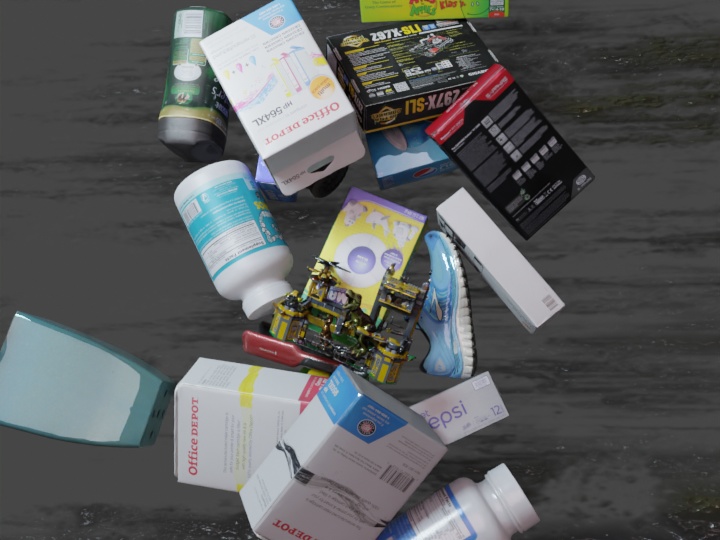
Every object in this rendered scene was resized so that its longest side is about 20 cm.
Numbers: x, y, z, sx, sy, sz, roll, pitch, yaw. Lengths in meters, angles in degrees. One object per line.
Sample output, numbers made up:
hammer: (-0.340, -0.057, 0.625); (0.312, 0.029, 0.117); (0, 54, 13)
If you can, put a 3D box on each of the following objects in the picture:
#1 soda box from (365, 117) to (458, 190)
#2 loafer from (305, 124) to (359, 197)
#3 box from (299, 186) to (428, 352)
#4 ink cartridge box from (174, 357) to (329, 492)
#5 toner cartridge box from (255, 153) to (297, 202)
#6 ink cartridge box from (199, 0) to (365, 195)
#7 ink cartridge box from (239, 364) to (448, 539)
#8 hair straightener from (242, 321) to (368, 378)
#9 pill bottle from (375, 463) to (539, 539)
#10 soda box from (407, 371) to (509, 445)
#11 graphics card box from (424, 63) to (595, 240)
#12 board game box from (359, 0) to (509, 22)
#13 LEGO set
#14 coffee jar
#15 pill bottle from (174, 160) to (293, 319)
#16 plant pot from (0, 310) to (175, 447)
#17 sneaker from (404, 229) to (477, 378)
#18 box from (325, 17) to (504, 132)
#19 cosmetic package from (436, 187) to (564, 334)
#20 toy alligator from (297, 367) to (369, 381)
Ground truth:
soda box: (0.112, -0.173, 1.234); (0.200, 0.064, 0.068); (-15, 78, 2)
loafer: (-0.043, -0.193, 1.256); (0.071, 0.073, 0.200); (15, 71, 12)
box: (0.000, 0.000, 1.222); (0.117, 0.048, 0.200); (22, 84, 10)
ink cartridge box: (-0.126, 0.202, 1.150); (0.200, 0.083, 0.145); (8, 111, 7)
toner cartridge box: (-0.100, -0.202, 1.247); (0.043, 0.095, 0.200); (7, 81, 7)
ink cartridge box: (-0.089, -0.209, 1.135); (0.128, 0.125, 0.200); (-29, 78, -2)
ink cartridge box: (-0.022, 0.234, 1.059); (0.145, 0.084, 0.200); (36, 95, -27)
hair straightener: (-0.053, 0.100, 1.188); (0.200, 0.077, 0.041); (9, 114, 27)
pill bottle: (0.114, 0.325, 1.114); (0.200, 0.112, 0.112); (-31, 78, -1)
soda box: (0.086, 0.199, 1.163); (0.200, 0.068, 0.063); (-25, 80, 2)
graphics card box: (0.193, -0.150, 1.170); (0.125, 0.051, 0.200); (-44, 110, 6)
board game box: (0.103, -0.390, 1.259); (0.200, 0.048, 0.102); (0, 41, 6)
LEGO set: (-0.005, 0.042, 1.113); (0.200, 0.154, 0.116); (24, 106, 18)
coffee jar: (-0.224, -0.254, 1.265); (0.085, 0.104, 0.200); (4, 80, 10)
pill bottle: (-0.161, -0.038, 1.214); (0.111, 0.111, 0.200); (-27, 78, 0)
plant pot: (-0.356, 0.156, 1.185); (0.200, 0.141, 0.141); (17, 82, 3)
sneaker: (0.098, 0.043, 1.188); (0.090, 0.078, 0.200); (-7, 78, 9)
box: (0.072, -0.268, 1.208); (0.200, 0.049, 0.160); (-15, 49, -13)
cosmetic package: (0.179, -0.010, 1.187); (0.051, 0.083, 0.200); (-39, 77, 0)
toy alligator: (-0.059, 0.149, 1.199); (0.200, 0.059, 0.054); (6, 38, 8)
